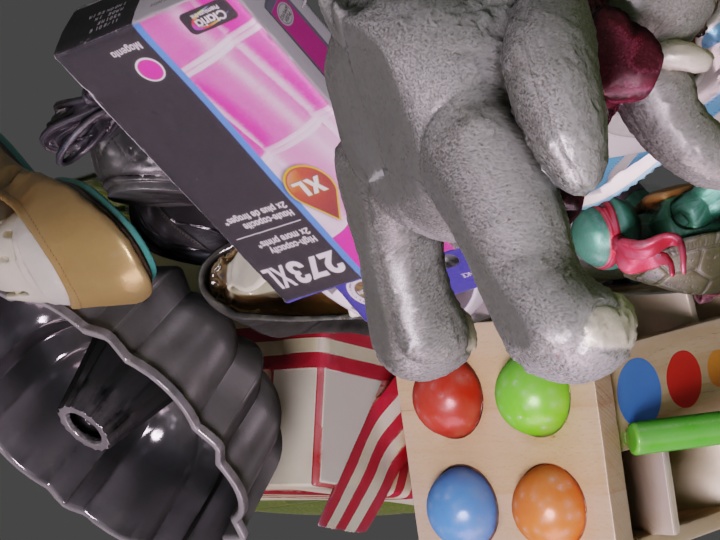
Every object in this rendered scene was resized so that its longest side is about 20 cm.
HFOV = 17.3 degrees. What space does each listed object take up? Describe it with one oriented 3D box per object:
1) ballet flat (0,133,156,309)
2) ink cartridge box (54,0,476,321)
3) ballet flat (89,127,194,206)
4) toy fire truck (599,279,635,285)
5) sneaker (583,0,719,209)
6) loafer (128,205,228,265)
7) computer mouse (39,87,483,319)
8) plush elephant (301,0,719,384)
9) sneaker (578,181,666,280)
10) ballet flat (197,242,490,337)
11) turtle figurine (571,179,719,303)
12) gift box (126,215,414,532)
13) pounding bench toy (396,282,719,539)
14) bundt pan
[{"bbox_3d":[-0.159,-0.014,1.127,0.063,0.069,0.200,-34,-153,-16],"label":"ballet flat"},{"bbox_3d":[-0.024,-0.043,0.961,0.095,0.037,0.200,-18,130,37],"label":"ink cartridge box"},{"bbox_3d":[-0.027,-0.060,1.100,0.200,0.057,0.066,0,171,-24],"label":"ballet flat"},{"bbox_3d":[0.169,0.024,1.435,0.168,0.112,0.200,-23,177,-23],"label":"toy fire truck"},{"bbox_3d":[0.103,-0.079,0.965,0.081,0.077,0.200,20,154,-36],"label":"sneaker"},{"bbox_3d":[-0.017,-0.030,1.213,0.200,0.073,0.072,1,165,-9],"label":"loafer"},{"bbox_3d":[-0.031,-0.040,1.027,0.200,0.044,0.110,32,132,-18],"label":"computer mouse"},{"bbox_3d":[0.071,-0.068,0.829,0.155,0.200,0.165,-20,178,-20],"label":"plush elephant"},{"bbox_3d":[0.116,-0.023,1.199,0.088,0.075,0.200,0,-175,34],"label":"sneaker"},{"bbox_3d":[0.000,0.000,1.111,0.200,0.068,0.068,-13,162,42],"label":"ballet flat"},{"bbox_3d":[0.162,-0.035,1.115,0.200,0.101,0.150,-2,176,-27],"label":"turtle figurine"},{"bbox_3d":[-0.041,0.057,1.363,0.186,0.185,0.200,-4,174,32],"label":"gift box"},{"bbox_3d":[0.134,0.074,1.137,0.200,0.124,0.156,-6,-176,45],"label":"pounding bench toy"},{"bbox_3d":[-0.122,0.057,1.230,0.202,0.076,0.202,27,147,19],"label":"bundt pan"}]
